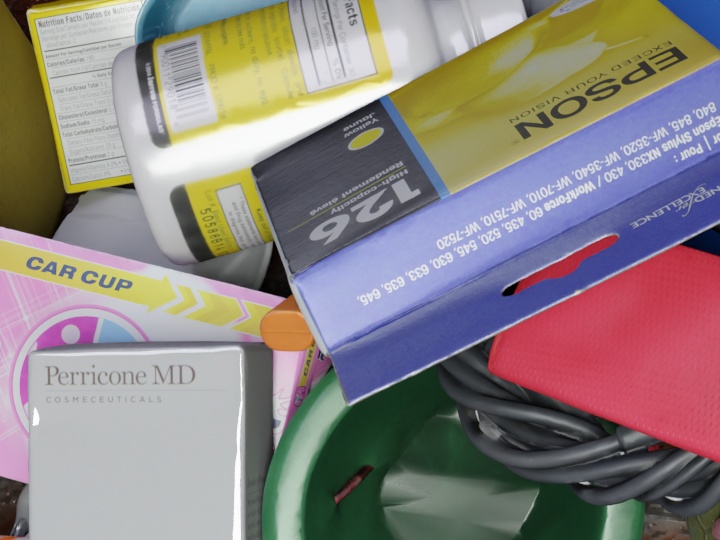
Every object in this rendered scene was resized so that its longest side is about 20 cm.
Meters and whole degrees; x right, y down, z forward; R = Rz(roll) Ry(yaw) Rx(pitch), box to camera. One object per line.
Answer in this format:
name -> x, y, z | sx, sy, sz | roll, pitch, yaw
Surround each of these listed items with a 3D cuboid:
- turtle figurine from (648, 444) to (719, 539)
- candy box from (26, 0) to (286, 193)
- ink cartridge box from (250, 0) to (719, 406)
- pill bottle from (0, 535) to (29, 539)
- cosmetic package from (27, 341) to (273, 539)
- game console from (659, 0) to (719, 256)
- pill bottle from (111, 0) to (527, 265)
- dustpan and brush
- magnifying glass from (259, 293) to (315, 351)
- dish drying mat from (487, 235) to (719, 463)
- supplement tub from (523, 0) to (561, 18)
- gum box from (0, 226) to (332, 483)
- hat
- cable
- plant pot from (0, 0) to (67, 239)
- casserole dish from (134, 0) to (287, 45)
turtle figurine -> 0.191, 0.099, 0.874 | 0.101, 0.150, 0.200 | -46, 30, -11
candy box -> -0.071, -0.108, 1.109 | 0.198, 0.103, 0.026 | -9, 14, 3
ink cartridge box -> 0.057, -0.043, 0.859 | 0.197, 0.047, 0.200 | -27, 21, 0
pill bottle -> -0.238, 0.176, 0.964 | 0.198, 0.114, 0.115 | 1, 56, 17
cosmetic package -> -0.091, 0.132, 0.916 | 0.101, 0.074, 0.202 | -2, 89, 9
game console -> 0.198, -0.042, 0.961 | 0.199, 0.171, 0.118 | 32, 61, 32
pill bottle -> -0.012, -0.080, 1.005 | 0.199, 0.112, 0.112 | -15, 53, 4
dustpan and brush -> -0.134, 0.051, 1.067 | 0.139, 0.057, 0.200 | 8, 51, 35
magnifying glass -> 0.000, 0.000, 0.961 | 0.079, 0.023, 0.200 | 1, 16, 19
dish drying mat -> 0.145, 0.037, 0.795 | 0.199, 0.018, 0.077 | 20, 76, 34
supplement tub -> 0.175, -0.156, 1.056 | 0.199, 0.146, 0.146 | 21, 64, 28
gum box -> -0.114, 0.052, 0.993 | 0.199, 0.066, 0.114 | 14, 88, 8
hat -> 0.044, 0.101, 0.990 | 0.165, 0.176, 0.200 | 41, 85, 0
cable -> 0.111, 0.021, 0.864 | 0.199, 0.051, 0.164 | 6, 68, 30
plant pot -> -0.276, -0.033, 1.083 | 0.194, 0.195, 0.201 | -3, 61, 14
casserole dish -> -0.026, -0.100, 1.076 | 0.121, 0.200, 0.039 | -42, 9, 10
